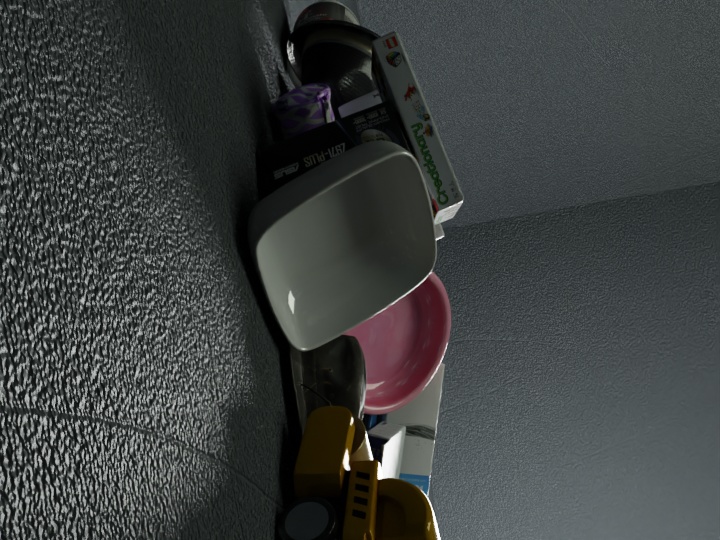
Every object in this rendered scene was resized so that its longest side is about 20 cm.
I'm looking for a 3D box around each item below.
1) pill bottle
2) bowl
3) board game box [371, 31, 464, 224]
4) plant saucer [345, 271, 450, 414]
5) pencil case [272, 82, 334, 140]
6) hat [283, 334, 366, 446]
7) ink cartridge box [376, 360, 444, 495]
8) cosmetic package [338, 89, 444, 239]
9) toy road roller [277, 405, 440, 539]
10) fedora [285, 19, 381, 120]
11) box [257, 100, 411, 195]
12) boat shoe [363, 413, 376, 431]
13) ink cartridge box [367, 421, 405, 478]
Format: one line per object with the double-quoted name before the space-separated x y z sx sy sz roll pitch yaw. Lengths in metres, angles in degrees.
"pill bottle" -0.052 -0.344 1.445 0.201 0.108 0.112 -89 169 -59
"bowl" -0.023 -0.033 0.986 0.075 0.198 0.202 49 -16 42
"board game box" 0.063 -0.158 1.090 0.126 0.034 0.203 83 -14 -85
"plant saucer" 0.030 0.083 1.224 0.050 0.199 0.204 22 -48 49
"pencil case" -0.045 -0.144 1.226 0.084 0.084 0.203 -51 130 -44
"hat" -0.031 0.128 1.081 0.201 0.079 0.205 -10 90 -83
"ink cartridge box" 0.053 0.221 1.364 0.146 0.084 0.204 -174 -87 -80
"cosmetic package" 0.043 -0.129 1.261 0.201 0.070 0.102 64 5 -45
"toy road roller" 0.009 0.238 0.937 0.202 0.143 0.125 -81 162 -51
"fedora" -0.024 -0.243 1.282 0.201 0.197 0.093 69 33 -63
"box" -0.014 -0.082 1.115 0.201 0.161 0.087 71 -1 -62
"boat shoe" -0.010 0.170 1.305 0.202 0.067 0.085 -88 177 -48
"ink cartridge box" 0.013 0.297 1.174 0.200 0.042 0.201 19 80 -78
